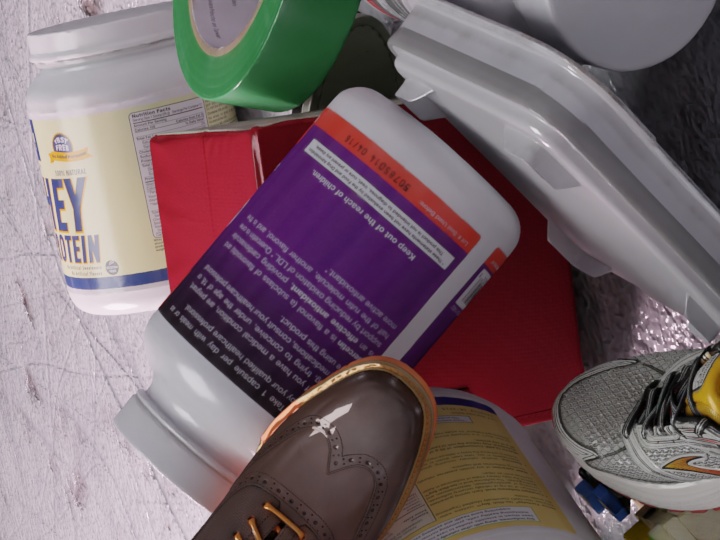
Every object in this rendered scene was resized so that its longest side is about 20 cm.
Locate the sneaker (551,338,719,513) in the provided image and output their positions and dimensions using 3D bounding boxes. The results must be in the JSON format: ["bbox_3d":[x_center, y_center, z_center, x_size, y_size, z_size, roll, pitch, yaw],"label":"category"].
[{"bbox_3d":[0.160,0.055,0.957,0.200,0.082,0.078,-5,57,46],"label":"sneaker"}]

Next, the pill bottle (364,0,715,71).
[{"bbox_3d":[0.076,-0.157,1.038,0.200,0.113,0.114,30,131,59],"label":"pill bottle"}]

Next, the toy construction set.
[{"bbox_3d":[0.164,0.136,1.074,0.131,0.092,0.200,47,162,1],"label":"toy construction set"}]

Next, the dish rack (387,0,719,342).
[{"bbox_3d":[0.099,-0.040,1.008,0.200,0.044,0.172,41,175,-33],"label":"dish rack"}]

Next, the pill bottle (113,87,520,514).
[{"bbox_3d":[-0.024,0.019,1.052,0.112,0.200,0.112,41,180,0],"label":"pill bottle"}]

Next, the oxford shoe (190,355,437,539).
[{"bbox_3d":[-0.037,0.122,0.977,0.071,0.073,0.200,38,112,1],"label":"oxford shoe"}]

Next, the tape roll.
[{"bbox_3d":[-0.052,-0.195,1.300,0.200,0.048,0.201,-172,90,-66],"label":"tape roll"}]

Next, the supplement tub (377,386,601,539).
[{"bbox_3d":[0.050,0.160,1.052,0.200,0.145,0.146,-122,26,-60],"label":"supplement tub"}]

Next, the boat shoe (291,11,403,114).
[{"bbox_3d":[-0.018,-0.079,1.354,0.061,0.072,0.202,46,147,41],"label":"boat shoe"}]

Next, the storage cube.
[{"bbox_3d":[0.000,0.000,1.214,0.171,0.199,0.181,-176,78,-66],"label":"storage cube"}]

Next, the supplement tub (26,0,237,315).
[{"bbox_3d":[-0.155,-0.081,1.571,0.145,0.144,0.201,12,115,64],"label":"supplement tub"}]
